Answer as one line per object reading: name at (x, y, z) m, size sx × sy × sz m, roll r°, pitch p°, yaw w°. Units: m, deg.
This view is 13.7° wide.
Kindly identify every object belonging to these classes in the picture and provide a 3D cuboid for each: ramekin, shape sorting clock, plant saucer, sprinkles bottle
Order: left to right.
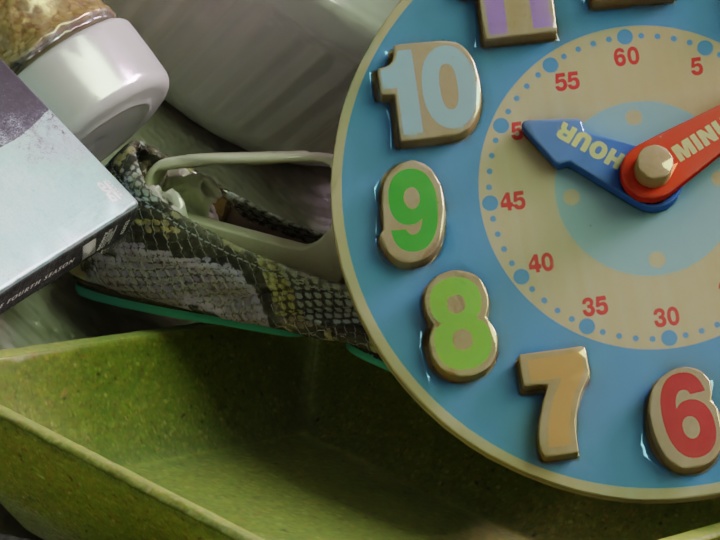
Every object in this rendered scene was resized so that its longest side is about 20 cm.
sprinkles bottle at (-0.149, -0.120, 1.026) m, size 0.200 × 0.068 × 0.068 m, roll 52°, pitch 35°, yaw 8°
ramekin at (-0.024, -0.130, 1.143) m, size 0.202 × 0.094 × 0.203 m, roll 28°, pitch 40°, yaw -26°
plant saucer at (-0.006, 0.074, 0.935) m, size 0.199 × 0.048 × 0.200 m, roll 23°, pitch 19°, yaw 34°
shape sorting clock at (0.090, -0.026, 0.942) m, size 0.199 × 0.039 × 0.201 m, roll 0°, pitch 70°, yaw 1°

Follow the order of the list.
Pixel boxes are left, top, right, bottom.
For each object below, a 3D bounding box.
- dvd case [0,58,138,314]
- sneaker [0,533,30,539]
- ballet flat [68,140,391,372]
dvd case at (-0.178, -0.026, 0.909) m, size 0.146 × 0.022 × 0.200 m, roll 46°, pitch 45°, yaw 9°
sneaker at (-0.057, 0.147, 0.877) m, size 0.200 × 0.075 × 0.077 m, roll 32°, pitch 70°, yaw -26°
ballet flat at (0.000, 0.000, 0.984) m, size 0.200 × 0.072 × 0.072 m, roll 16°, pitch 33°, yaw 13°
